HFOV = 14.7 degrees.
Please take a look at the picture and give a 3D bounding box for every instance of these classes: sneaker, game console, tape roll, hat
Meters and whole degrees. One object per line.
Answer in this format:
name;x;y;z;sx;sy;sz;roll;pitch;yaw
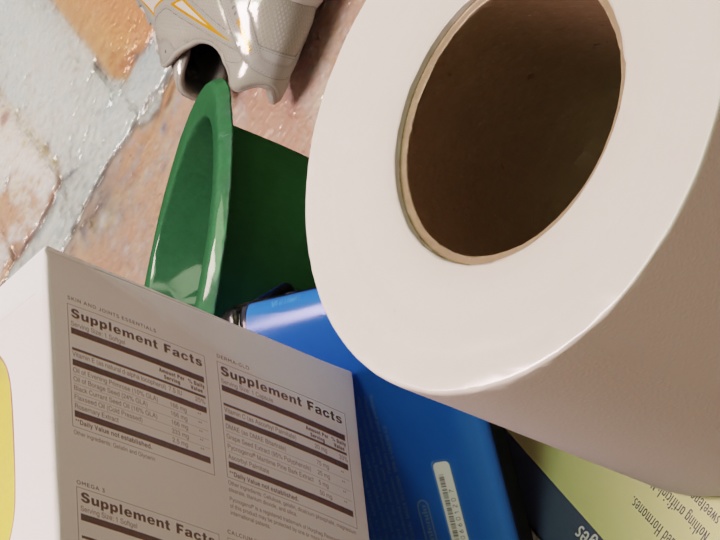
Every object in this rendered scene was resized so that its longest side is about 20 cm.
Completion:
sneaker;-0.098;-0.144;1.542;0.200;0.075;0.093;20;94;53
game console;0.023;0.097;1.157;0.170;0.118;0.201;-13;94;38
tape roll;0.097;-0.034;0.989;0.202;0.139;0.204;-25;54;40
hat;0.000;0.000;1.311;0.166;0.175;0.201;-100;24;-54

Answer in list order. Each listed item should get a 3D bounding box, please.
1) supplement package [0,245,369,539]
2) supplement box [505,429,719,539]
supplement package;-0.096;0.131;1.030;0.152;0.150;0.201;-39;43;35
supplement box;0.165;0.041;1.093;0.200;0.134;0.200;-58;39;14
